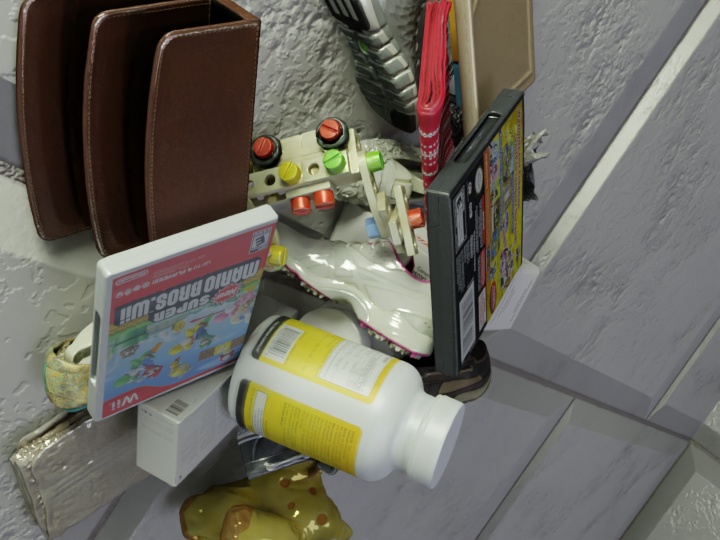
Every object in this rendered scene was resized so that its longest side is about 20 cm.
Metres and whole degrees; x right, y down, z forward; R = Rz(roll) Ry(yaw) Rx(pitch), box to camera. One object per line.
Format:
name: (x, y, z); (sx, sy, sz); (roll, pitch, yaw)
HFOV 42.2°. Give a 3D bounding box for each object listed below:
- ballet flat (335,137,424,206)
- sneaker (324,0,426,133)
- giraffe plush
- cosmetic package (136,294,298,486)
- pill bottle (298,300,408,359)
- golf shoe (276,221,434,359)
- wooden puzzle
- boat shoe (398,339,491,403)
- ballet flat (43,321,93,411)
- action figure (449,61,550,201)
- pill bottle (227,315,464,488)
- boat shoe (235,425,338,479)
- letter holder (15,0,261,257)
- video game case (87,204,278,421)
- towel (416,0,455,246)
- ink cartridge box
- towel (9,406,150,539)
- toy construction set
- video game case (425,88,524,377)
ballet flat: (0.046, -0.097, 0.965); (0.199, 0.072, 0.072); (-9, 127, -45)
sneaker: (0.045, -0.222, 0.843); (0.116, 0.075, 0.200); (-46, 145, -14)
giraffe plush: (-0.087, 0.221, 1.033); (0.172, 0.199, 0.163); (7, 88, -69)
cosmetic package: (-0.135, 0.109, 0.897); (0.200, 0.050, 0.083); (-44, 149, -50)
pill bottle: (0.007, 0.082, 1.014); (0.112, 0.112, 0.200); (-59, 155, 11)
golf shoe: (0.000, 0.000, 0.892); (0.092, 0.200, 0.075); (-57, 171, 3)
wooden puzzle: (0.122, -0.238, 0.874); (0.200, 0.037, 0.186); (-50, 140, -49)
boat shoe: (0.090, 0.100, 0.979); (0.200, 0.074, 0.074); (-30, 126, -61)
ballet flat: (-0.188, 0.054, 0.828); (0.199, 0.071, 0.071); (-28, 140, -31)
action figure: (0.151, -0.145, 1.002); (0.102, 0.119, 0.200); (-41, 143, 22)
pill bottle: (-0.012, 0.123, 0.853); (0.112, 0.199, 0.113); (20, 90, -74)
boat shoe: (-0.029, 0.174, 0.958); (0.199, 0.068, 0.072); (-3, 160, -31)
letter holder: (-0.164, -0.097, 0.683); (0.142, 0.100, 0.201); (-21, 135, -36)
video game case: (-0.146, 0.038, 0.746); (0.143, 0.017, 0.200); (-22, 152, -32)
towel: (0.069, -0.116, 0.820); (0.200, 0.022, 0.145); (80, 14, -51)
ink cartridge box: (0.078, -0.004, 1.015); (0.199, 0.145, 0.085); (2, 118, -51)
towel: (-0.234, 0.164, 0.898); (0.200, 0.034, 0.133); (-30, 141, -32)
toy construction set: (-0.045, -0.055, 0.814); (0.199, 0.132, 0.092); (-8, 163, 0)
video game case: (0.109, -0.035, 0.852); (0.181, 0.025, 0.201); (-52, 146, -43)
